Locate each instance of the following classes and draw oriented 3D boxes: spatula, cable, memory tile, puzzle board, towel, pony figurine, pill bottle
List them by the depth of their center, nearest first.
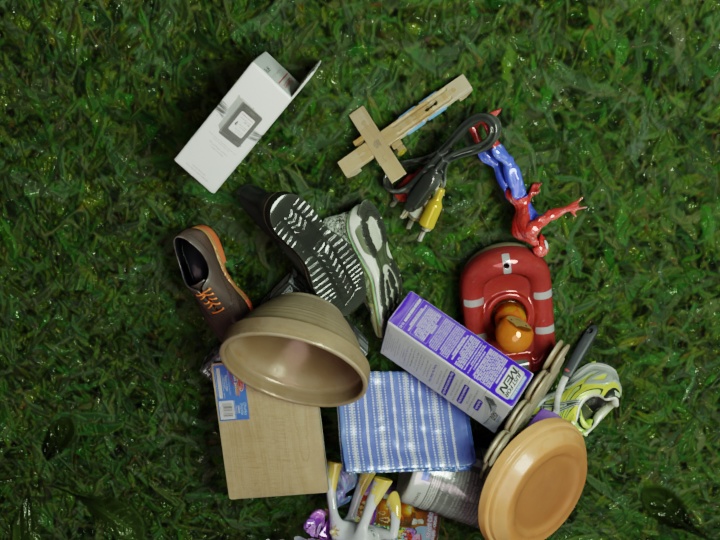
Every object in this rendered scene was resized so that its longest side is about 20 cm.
[{"bbox_3d":[0.103,-0.139,1.139,0.097,0.050,0.201,50,116,20],"label":"cable"},{"bbox_3d":[0.224,0.196,1.196,0.017,0.154,0.201,33,73,18],"label":"memory tile"},{"bbox_3d":[0.064,0.212,1.226,0.196,0.147,0.024,2,156,-17],"label":"towel"},{"bbox_3d":[-0.128,0.223,1.236,0.148,0.017,0.204,-6,97,8],"label":"puzzle board"},{"bbox_3d":[0.291,0.168,1.241,0.020,0.056,0.202,28,88,-33],"label":"spatula"},{"bbox_3d":[-0.025,0.386,1.263,0.165,0.191,0.204,13,86,-47],"label":"pony figurine"},{"bbox_3d":[0.162,0.318,1.287,0.197,0.114,0.115,20,110,-5],"label":"pill bottle"}]

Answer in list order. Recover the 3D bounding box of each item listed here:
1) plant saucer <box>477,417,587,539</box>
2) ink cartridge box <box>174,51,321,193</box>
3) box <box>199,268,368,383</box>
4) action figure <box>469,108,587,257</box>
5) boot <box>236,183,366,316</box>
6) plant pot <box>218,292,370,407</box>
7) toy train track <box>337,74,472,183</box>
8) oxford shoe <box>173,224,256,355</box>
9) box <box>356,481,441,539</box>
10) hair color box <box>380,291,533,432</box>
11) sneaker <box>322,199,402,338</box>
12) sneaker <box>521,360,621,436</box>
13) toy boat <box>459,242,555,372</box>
[{"bbox_3d":[0.246,0.301,1.192,0.198,0.037,0.203,-16,119,-31],"label":"plant saucer"},{"bbox_3d":[-0.140,-0.205,1.097,0.066,0.116,0.200,40,106,-12],"label":"ink cartridge box"},{"bbox_3d":[-0.110,0.122,1.254,0.157,0.050,0.200,42,106,-14],"label":"box"},{"bbox_3d":[0.222,-0.121,1.143,0.098,0.065,0.203,-25,98,-18],"label":"action figure"},{"bbox_3d":[-0.079,-0.037,1.169,0.077,0.138,0.201,-40,120,-15],"label":"boot"},{"bbox_3d":[-0.078,0.094,1.137,0.197,0.094,0.202,11,148,7],"label":"plant pot"},{"bbox_3d":[0.060,-0.186,1.139,0.199,0.033,0.116,-34,71,7],"label":"toy train track"},{"bbox_3d":[-0.203,0.037,1.185,0.070,0.072,0.202,-27,90,18],"label":"oxford shoe"},{"bbox_3d":[0.053,0.431,1.373,0.134,0.039,0.203,6,111,0],"label":"box"},{"bbox_3d":[0.127,0.126,1.181,0.199,0.110,0.065,36,65,13],"label":"hair color box"},{"bbox_3d":[0.000,0.000,1.208,0.087,0.077,0.203,-2,113,31],"label":"sneaker"},{"bbox_3d":[0.296,0.216,1.266,0.075,0.077,0.200,37,110,-14],"label":"sneaker"},{"bbox_3d":[0.205,0.067,1.182,0.128,0.131,0.203,-8,111,4],"label":"toy boat"}]
